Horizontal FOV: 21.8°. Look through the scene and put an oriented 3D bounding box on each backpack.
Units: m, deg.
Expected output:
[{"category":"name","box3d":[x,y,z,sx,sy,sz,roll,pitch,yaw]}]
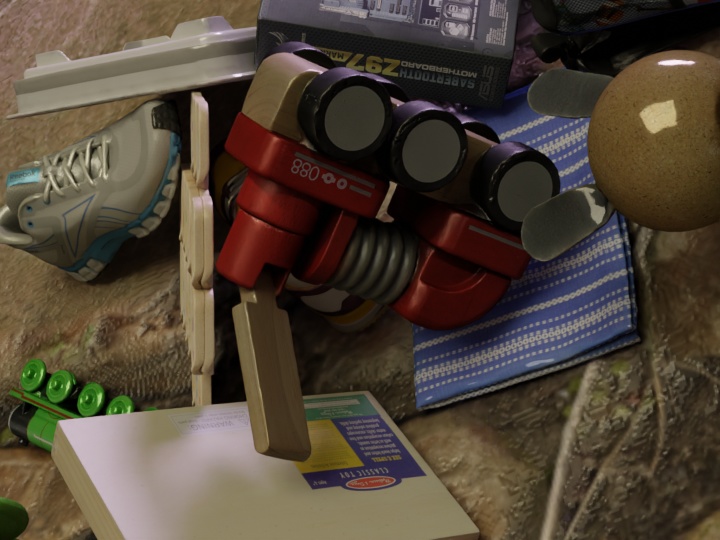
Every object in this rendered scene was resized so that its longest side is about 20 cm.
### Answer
[{"category":"backpack","box3d":[0.187,-0.237,1.097,0.190,0.154,0.200,-5,52,15]}]

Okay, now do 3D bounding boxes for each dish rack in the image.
[{"category":"dish rack","box3d":[-0.121,-0.139,1.241,0.199,0.171,0.044,-7,98,33]}]

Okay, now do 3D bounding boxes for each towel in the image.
[{"category":"towel","box3d":[0.089,-0.025,1.106,0.144,0.024,0.201,-20,51,24]}]

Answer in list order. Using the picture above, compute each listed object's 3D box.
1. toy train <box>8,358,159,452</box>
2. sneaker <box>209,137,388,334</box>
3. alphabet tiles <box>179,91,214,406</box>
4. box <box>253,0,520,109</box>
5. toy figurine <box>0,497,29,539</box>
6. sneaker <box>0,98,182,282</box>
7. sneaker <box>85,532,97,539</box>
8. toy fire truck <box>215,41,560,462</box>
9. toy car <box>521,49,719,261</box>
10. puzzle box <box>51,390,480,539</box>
[{"category":"toy train","box3d":[-0.155,0.106,1.182,0.200,0.042,0.057,17,82,41]},{"category":"sneaker","box3d":[-0.052,-0.045,1.173,0.075,0.090,0.200,-47,46,-1]},{"category":"alphabet tiles","box3d":[-0.099,-0.006,1.117,0.015,0.196,0.200,-1,10,-8]},{"category":"box","box3d":[0.025,-0.199,1.183,0.157,0.051,0.200,9,52,-1]},{"category":"toy figurine","box3d":[-0.241,0.251,1.075,0.200,0.150,0.185,-44,50,46]},{"category":"sneaker","box3d":[-0.183,-0.053,1.219,0.200,0.086,0.075,-41,43,48]},{"category":"sneaker","box3d":[-0.147,0.194,1.016,0.071,0.098,0.200,35,43,16]},{"category":"toy fire truck","box3d":[0.000,0.000,1.029,0.201,0.176,0.129,-65,29,7]},{"category":"toy car","box3d":[0.178,-0.060,0.965,0.199,0.158,0.165,-6,67,27]},{"category":"puzzle box","box3d":[-0.050,0.120,1.006,0.133,0.199,0.025,50,133,45]}]
